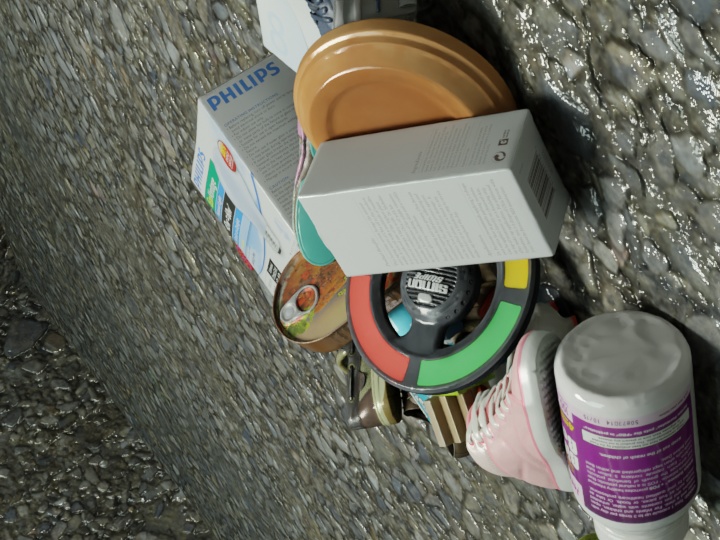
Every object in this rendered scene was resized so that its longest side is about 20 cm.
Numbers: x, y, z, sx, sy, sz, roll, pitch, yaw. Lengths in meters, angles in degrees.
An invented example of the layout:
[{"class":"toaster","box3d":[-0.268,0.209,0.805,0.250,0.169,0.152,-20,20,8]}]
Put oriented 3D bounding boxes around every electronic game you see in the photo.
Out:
[{"class":"electronic game","box3d":[0.070,0.011,1.286,0.200,0.201,0.041,45,-168,34]}]

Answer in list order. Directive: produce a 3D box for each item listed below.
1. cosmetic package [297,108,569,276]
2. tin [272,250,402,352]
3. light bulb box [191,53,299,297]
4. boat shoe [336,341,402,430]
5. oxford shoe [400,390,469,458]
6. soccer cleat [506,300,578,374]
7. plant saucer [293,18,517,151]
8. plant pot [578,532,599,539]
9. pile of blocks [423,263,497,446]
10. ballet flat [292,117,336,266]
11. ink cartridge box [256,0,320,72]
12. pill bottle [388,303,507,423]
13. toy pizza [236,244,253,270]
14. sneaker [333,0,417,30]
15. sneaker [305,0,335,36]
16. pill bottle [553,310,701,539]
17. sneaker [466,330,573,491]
[{"class":"cosmetic package","box3d":[0.060,-0.060,1.185,0.198,0.072,0.102,-6,135,30]},{"class":"tin","box3d":[0.000,0.000,1.396,0.042,0.199,0.113,37,-156,-42]},{"class":"light bulb box","box3d":[-0.079,-0.095,1.562,0.201,0.124,0.199,53,160,14]},{"class":"boat shoe","box3d":[0.002,0.093,1.609,0.201,0.064,0.074,-97,-12,-49]},{"class":"oxford shoe","box3d":[0.071,0.112,1.555,0.201,0.084,0.073,56,162,15]},{"class":"soccer cleat","box3d":[0.172,0.119,1.326,0.069,0.077,0.202,33,148,50]},{"class":"plant saucer","box3d":[0.035,-0.123,1.210,0.197,0.038,0.201,13,144,10]},{"class":"plant pot","box3d":[0.229,0.351,1.391,0.201,0.199,0.185,49,147,25]},{"class":"pile of blocks","box3d":[0.100,0.060,1.324,0.062,0.081,0.203,-12,75,59]},{"class":"ballet flat","box3d":[-0.032,-0.107,1.373,0.071,0.068,0.203,-91,1,-64]},{"class":"ink cartridge box","box3d":[-0.046,-0.262,1.358,0.160,0.047,0.201,44,157,36]},{"class":"pill bottle","box3d":[0.092,0.087,1.428,0.201,0.110,0.111,54,160,12]},{"class":"toy pizza","box3d":[-0.143,-0.050,1.915,0.201,0.031,0.201,49,158,28]},{"class":"sneaker","box3d":[0.040,-0.161,1.255,0.200,0.081,0.076,59,-153,-55]},{"class":"sneaker","box3d":[-0.049,-0.271,1.249,0.075,0.084,0.203,20,126,53]},{"class":"pill bottle","box3d":[0.223,0.142,1.184,0.112,0.111,0.202,37,150,46]},{"class":"sneaker","box3d":[0.130,0.121,1.229,0.103,0.076,0.201,8,145,24]}]
